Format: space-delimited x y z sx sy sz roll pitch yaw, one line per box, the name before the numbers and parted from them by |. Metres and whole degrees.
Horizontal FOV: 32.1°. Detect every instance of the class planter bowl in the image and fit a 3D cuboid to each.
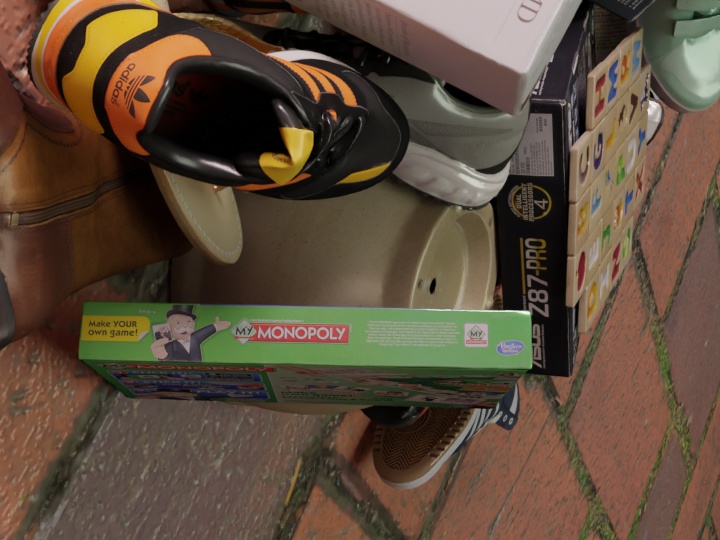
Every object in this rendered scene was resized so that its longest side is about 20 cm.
planter bowl | 0.000 0.000 0.748 0.200 0.134 0.201 -36 133 -51

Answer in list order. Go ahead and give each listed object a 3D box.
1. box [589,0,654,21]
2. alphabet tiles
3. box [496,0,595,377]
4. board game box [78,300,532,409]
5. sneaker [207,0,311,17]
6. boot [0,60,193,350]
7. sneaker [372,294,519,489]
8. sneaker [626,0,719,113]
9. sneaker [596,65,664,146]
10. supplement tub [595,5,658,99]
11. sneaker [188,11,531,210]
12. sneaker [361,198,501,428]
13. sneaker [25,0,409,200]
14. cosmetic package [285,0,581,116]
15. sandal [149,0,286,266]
box | 0.114 -0.254 0.727 0.107 0.149 0.200 -43 152 28
alphabet tiles | 0.162 -0.061 0.805 0.200 0.006 0.167 -43 136 -57
box | 0.124 -0.058 0.805 0.161 0.049 0.201 -64 152 -50
board game box | -0.025 0.044 0.612 0.135 0.199 0.029 96 -4 -76
sneaker | 0.008 -0.192 0.697 0.200 0.112 0.078 -54 145 -37
boot | -0.132 -0.072 0.545 0.200 0.068 0.189 -37 121 -59
sneaker | 0.076 0.119 1.012 0.200 0.070 0.109 -59 147 -38
sneaker | 0.241 -0.190 0.843 0.074 0.118 0.201 -25 119 -20
sneaker | 0.154 -0.132 0.911 0.081 0.115 0.200 -110 177 -58
supplement tub | 0.180 -0.235 0.965 0.145 0.145 0.201 -46 141 -44
sneaker | -0.002 -0.102 0.663 0.074 0.199 0.079 -92 -157 -48
sneaker | 0.066 0.021 0.924 0.201 0.071 0.098 -61 163 10
sneaker | -0.038 -0.057 0.525 0.200 0.090 0.070 13 110 -47
cosmetic package | 0.010 -0.165 0.582 0.102 0.200 0.074 -62 171 -6
sandal | -0.070 -0.098 0.578 0.078 0.069 0.212 -79 152 -59
